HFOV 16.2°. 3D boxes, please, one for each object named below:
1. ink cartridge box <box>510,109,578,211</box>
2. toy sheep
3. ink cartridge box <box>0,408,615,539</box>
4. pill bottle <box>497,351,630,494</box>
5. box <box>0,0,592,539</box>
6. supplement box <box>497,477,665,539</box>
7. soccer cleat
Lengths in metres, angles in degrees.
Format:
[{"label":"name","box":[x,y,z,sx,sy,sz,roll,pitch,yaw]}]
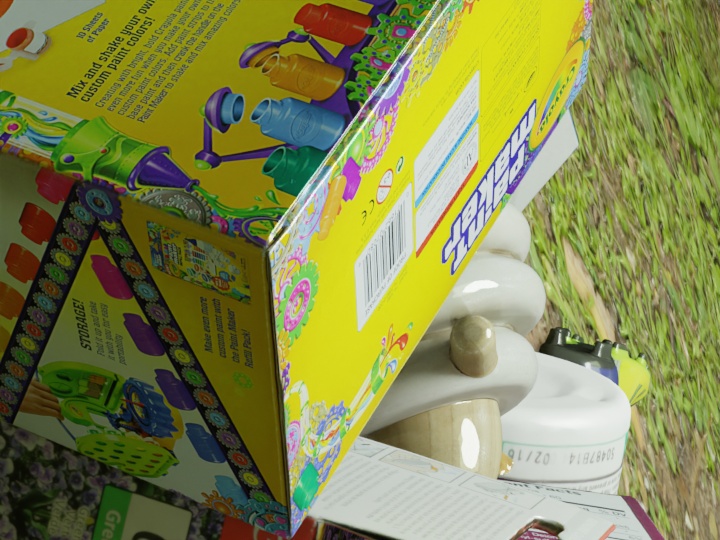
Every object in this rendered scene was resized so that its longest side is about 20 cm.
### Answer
[{"label":"ink cartridge box","box":[-0.001,-0.112,1.187,0.200,0.067,0.116,33,-16,29]},{"label":"toy sheep","box":[0.000,0.000,0.902,0.138,0.138,0.201,27,44,-67]},{"label":"ink cartridge box","box":[-0.033,0.077,0.758,0.109,0.199,0.051,-18,124,-72]},{"label":"pill bottle","box":[0.041,0.137,1.046,0.113,0.113,0.201,-34,134,-72]},{"label":"box","box":[-0.058,-0.063,0.729,0.200,0.192,0.122,-55,156,-35]},{"label":"supplement box","box":[0.061,0.164,0.892,0.200,0.103,0.131,-122,-135,-73]},{"label":"soccer cleat","box":[0.143,0.083,1.637,0.200,0.065,0.084,15,90,-75]}]
